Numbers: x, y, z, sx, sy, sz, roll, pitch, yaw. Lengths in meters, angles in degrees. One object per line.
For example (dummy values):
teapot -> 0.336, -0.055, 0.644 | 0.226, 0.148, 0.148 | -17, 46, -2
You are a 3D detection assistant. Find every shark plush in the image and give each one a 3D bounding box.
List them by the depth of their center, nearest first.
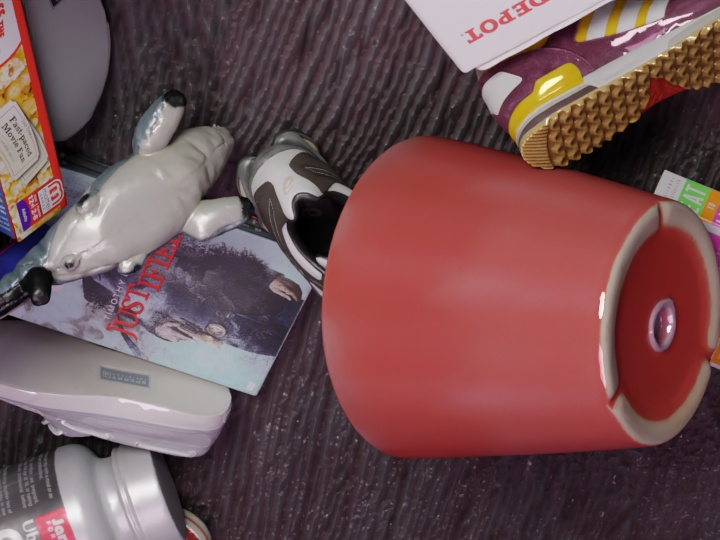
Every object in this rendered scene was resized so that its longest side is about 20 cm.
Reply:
shark plush -> -0.149, -0.021, 1.183 | 0.091, 0.200, 0.083 | 46, 165, -17

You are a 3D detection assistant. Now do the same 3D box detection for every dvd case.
dvd case -> -0.139, 0.004, 1.314 | 0.200, 0.022, 0.146 | 20, 130, -11

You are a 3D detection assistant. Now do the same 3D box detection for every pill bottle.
pill bottle -> -0.233, 0.192, 1.413 | 0.200, 0.111, 0.111 | -20, 128, 1

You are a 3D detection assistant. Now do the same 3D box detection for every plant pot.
plant pot -> 0.104, 0.024, 1.154 | 0.177, 0.201, 0.201 | 6, 137, 36

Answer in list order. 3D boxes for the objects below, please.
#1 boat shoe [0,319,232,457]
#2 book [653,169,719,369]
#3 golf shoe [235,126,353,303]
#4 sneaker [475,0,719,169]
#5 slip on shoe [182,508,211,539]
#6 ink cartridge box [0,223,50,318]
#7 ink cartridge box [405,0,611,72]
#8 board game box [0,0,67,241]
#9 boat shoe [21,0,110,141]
boat shoe -> -0.193, 0.089, 1.369 | 0.200, 0.072, 0.069 | 9, 130, -15
book -> 0.262, 0.022, 1.208 | 0.200, 0.048, 0.134 | 24, 149, 8
golf shoe -> 0.000, 0.000, 1.239 | 0.078, 0.095, 0.200 | -46, 119, 5
sneaker -> 0.161, -0.143, 1.124 | 0.200, 0.090, 0.075 | -27, 152, -4
slip on shoe -> -0.206, 0.230, 1.492 | 0.200, 0.061, 0.074 | -15, 126, 17
ink cartridge box -> -0.255, 0.022, 1.264 | 0.200, 0.095, 0.037 | -24, 104, 40
ink cartridge box -> 0.063, -0.227, 1.050 | 0.145, 0.084, 0.200 | -26, 123, 26
board game box -> -0.257, -0.129, 1.145 | 0.151, 0.046, 0.200 | 25, 140, 31
boat shoe -> -0.200, -0.166, 1.151 | 0.064, 0.071, 0.200 | 27, 143, 29
